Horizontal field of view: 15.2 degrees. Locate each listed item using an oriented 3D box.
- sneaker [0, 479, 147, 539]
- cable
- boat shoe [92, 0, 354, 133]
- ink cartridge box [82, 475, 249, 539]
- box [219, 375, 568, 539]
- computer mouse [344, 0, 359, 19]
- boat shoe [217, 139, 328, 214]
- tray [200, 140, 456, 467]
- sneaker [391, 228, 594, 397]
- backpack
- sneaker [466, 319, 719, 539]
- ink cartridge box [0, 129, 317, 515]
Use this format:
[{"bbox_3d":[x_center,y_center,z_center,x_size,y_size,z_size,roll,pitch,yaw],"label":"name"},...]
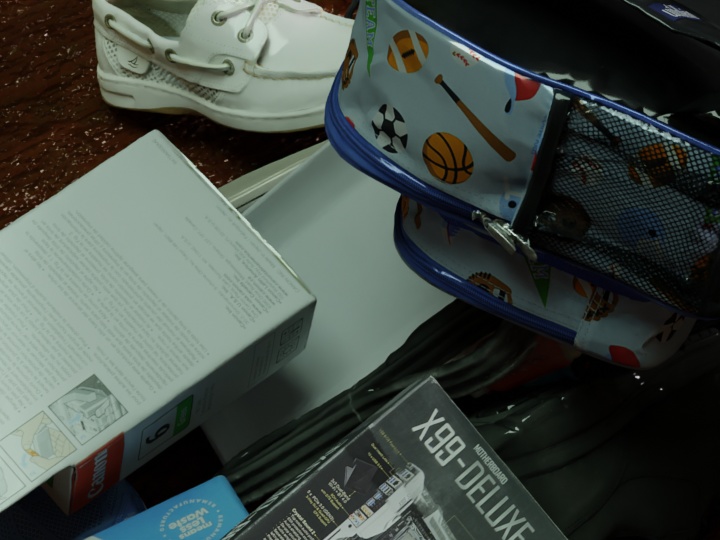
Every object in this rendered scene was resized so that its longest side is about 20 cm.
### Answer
[{"bbox_3d":[-0.158,0.066,1.181,0.079,0.089,0.200,-29,47,-14],"label":"sneaker"},{"bbox_3d":[0.023,0.058,1.108,0.200,0.050,0.097,-37,10,16],"label":"cable"},{"bbox_3d":[-0.060,-0.114,1.328,0.200,0.069,0.071,5,33,37],"label":"boat shoe"},{"bbox_3d":[-0.058,0.184,1.046,0.116,0.068,0.200,-26,44,-12],"label":"ink cartridge box"},{"bbox_3d":[0.026,0.163,0.976,0.158,0.050,0.200,-40,88,-25],"label":"box"},{"bbox_3d":[0.027,-0.169,1.415,0.110,0.044,0.200,10,53,30],"label":"computer mouse"},{"bbox_3d":[-0.008,-0.035,1.271,0.200,0.057,0.067,-27,10,-8],"label":"boat shoe"},{"bbox_3d":[0.000,0.000,1.180,0.200,0.022,0.107,-39,67,17],"label":"tray"},{"bbox_3d":[0.045,-0.042,1.206,0.095,0.079,0.200,-13,70,12],"label":"sneaker"},{"bbox_3d":[0.085,-0.067,1.045,0.190,0.154,0.200,29,27,7],"label":"backpack"},{"bbox_3d":[0.121,0.075,1.114,0.200,0.091,0.076,-22,2,-35],"label":"sneaker"},{"bbox_3d":[-0.129,0.038,1.130,0.200,0.050,0.109,-35,70,-25],"label":"ink cartridge box"}]
